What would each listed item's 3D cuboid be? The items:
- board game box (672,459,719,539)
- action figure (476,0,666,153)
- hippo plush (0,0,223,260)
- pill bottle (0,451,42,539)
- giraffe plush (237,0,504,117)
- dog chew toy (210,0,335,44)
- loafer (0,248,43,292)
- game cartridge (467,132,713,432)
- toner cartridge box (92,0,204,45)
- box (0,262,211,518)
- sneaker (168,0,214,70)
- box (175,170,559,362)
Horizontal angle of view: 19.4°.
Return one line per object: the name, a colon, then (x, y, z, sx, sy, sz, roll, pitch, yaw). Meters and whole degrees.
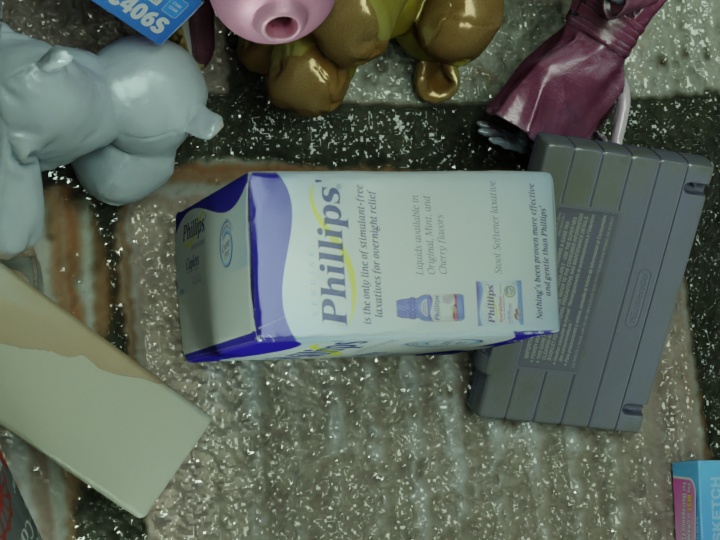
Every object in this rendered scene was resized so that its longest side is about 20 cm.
board game box: (0.298, 0.234, 1.483, 0.153, 0.040, 0.200, 1, 81, -19)
action figure: (0.166, -0.158, 1.414, 0.149, 0.134, 0.200, 31, 105, -14)
hippo plush: (-0.185, -0.115, 1.319, 0.161, 0.200, 0.159, -12, 52, -40)
pill bottle: (-0.236, 0.188, 1.238, 0.116, 0.116, 0.200, -31, 118, -21)
giraffe plush: (0.024, -0.183, 1.408, 0.162, 0.173, 0.200, 19, 35, -28)
dog chew toy: (-0.061, -0.219, 1.285, 0.124, 0.125, 0.200, 2, 52, -19)
loafer: (-0.294, 0.005, 1.306, 0.200, 0.072, 0.063, 6, 63, -24)
game cartridge: (0.152, 0.010, 1.426, 0.129, 0.038, 0.200, 9, 109, -14)
toner cartridge box: (-0.171, -0.234, 1.310, 0.043, 0.200, 0.095, -42, 139, 16)
box: (-0.195, 0.059, 1.268, 0.200, 0.095, 0.078, 40, 82, -37)
sneaker: (-0.105, -0.231, 1.395, 0.090, 0.075, 0.200, -8, 84, -25)
box: (0.000, 0.000, 1.340, 0.200, 0.184, 0.105, 0, 84, -19)
